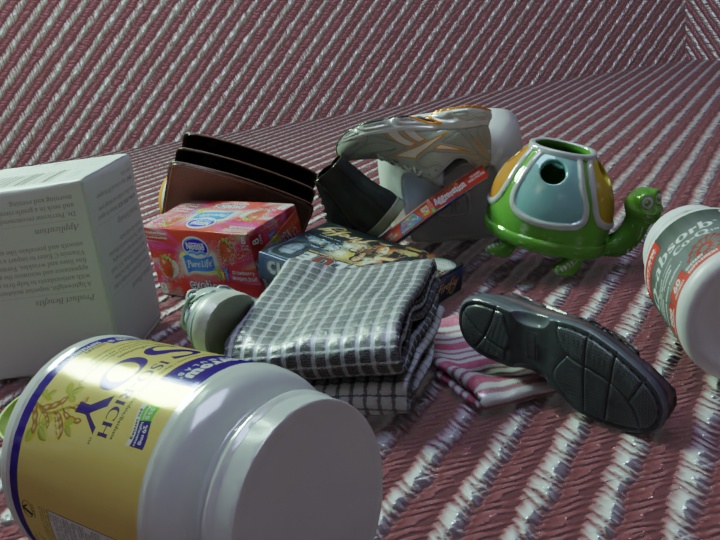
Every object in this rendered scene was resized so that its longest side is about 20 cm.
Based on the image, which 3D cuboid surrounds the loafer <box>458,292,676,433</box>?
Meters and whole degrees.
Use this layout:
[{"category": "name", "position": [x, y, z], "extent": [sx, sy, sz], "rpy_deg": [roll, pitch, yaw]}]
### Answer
[{"category": "loafer", "position": [0.169, 0.060, 0.726], "extent": [0.063, 0.073, 0.199], "rpy_deg": [-21, 33, -37]}]

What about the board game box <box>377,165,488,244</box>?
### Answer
[{"category": "board game box", "position": [0.067, -0.061, 1.128], "extent": [0.103, 0.020, 0.200], "rpy_deg": [-36, -1, -36]}]

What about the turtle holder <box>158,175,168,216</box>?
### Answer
[{"category": "turtle holder", "position": [-0.228, -0.111, 1.422], "extent": [0.184, 0.143, 0.131], "rpy_deg": [-20, 15, -33]}]

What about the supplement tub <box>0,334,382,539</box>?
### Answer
[{"category": "supplement tub", "position": [-0.101, 0.121, 0.538], "extent": [0.198, 0.147, 0.145], "rpy_deg": [5, 20, 38]}]

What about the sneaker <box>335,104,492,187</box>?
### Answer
[{"category": "sneaker", "position": [0.067, -0.145, 1.121], "extent": [0.198, 0.093, 0.076], "rpy_deg": [-8, 3, 10]}]

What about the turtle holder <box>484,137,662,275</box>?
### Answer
[{"category": "turtle holder", "position": [0.238, -0.075, 1.054], "extent": [0.185, 0.133, 0.140], "rpy_deg": [25, 25, 37]}]

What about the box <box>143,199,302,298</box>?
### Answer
[{"category": "box", "position": [-0.170, -0.026, 1.152], "extent": [0.198, 0.101, 0.095], "rpy_deg": [6, 29, 38]}]

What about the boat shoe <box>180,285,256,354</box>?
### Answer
[{"category": "boat shoe", "position": [-0.132, 0.049, 0.853], "extent": [0.071, 0.071, 0.201], "rpy_deg": [18, -2, 11]}]

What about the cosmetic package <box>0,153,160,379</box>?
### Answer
[{"category": "cosmetic package", "position": [-0.330, -0.007, 0.989], "extent": [0.163, 0.202, 0.165], "rpy_deg": [-6, 16, 4]}]

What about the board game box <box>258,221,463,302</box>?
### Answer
[{"category": "board game box", "position": [0.000, 0.000, 1.048], "extent": [0.198, 0.035, 0.135], "rpy_deg": [18, 28, 31]}]

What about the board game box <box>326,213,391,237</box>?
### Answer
[{"category": "board game box", "position": [0.061, -0.093, 1.423], "extent": [0.198, 0.035, 0.126], "rpy_deg": [-14, 18, -22]}]

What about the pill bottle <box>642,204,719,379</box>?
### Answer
[{"category": "pill bottle", "position": [0.314, 0.010, 0.797], "extent": [0.114, 0.117, 0.200], "rpy_deg": [-5, 15, 7]}]

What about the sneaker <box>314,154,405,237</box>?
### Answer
[{"category": "sneaker", "position": [-0.022, -0.082, 1.175], "extent": [0.075, 0.106, 0.200], "rpy_deg": [-51, 6, -27]}]

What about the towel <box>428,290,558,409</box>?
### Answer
[{"category": "towel", "position": [0.131, 0.069, 0.833], "extent": [0.145, 0.030, 0.200], "rpy_deg": [-13, 17, -16]}]

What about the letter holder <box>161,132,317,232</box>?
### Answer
[{"category": "letter holder", "position": [-0.160, -0.122, 1.253], "extent": [0.198, 0.101, 0.142], "rpy_deg": [17, -30, -8]}]

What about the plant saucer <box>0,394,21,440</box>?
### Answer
[{"category": "plant saucer", "position": [-0.211, 0.123, 0.793], "extent": [0.197, 0.031, 0.200], "rpy_deg": [-6, 16, 2]}]

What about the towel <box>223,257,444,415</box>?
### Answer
[{"category": "towel", "position": [-0.017, 0.051, 0.813], "extent": [0.164, 0.086, 0.200], "rpy_deg": [-7, 21, 17]}]

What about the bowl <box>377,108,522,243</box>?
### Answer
[{"category": "bowl", "position": [0.122, -0.111, 1.221], "extent": [0.197, 0.201, 0.075], "rpy_deg": [-4, 46, 8]}]
